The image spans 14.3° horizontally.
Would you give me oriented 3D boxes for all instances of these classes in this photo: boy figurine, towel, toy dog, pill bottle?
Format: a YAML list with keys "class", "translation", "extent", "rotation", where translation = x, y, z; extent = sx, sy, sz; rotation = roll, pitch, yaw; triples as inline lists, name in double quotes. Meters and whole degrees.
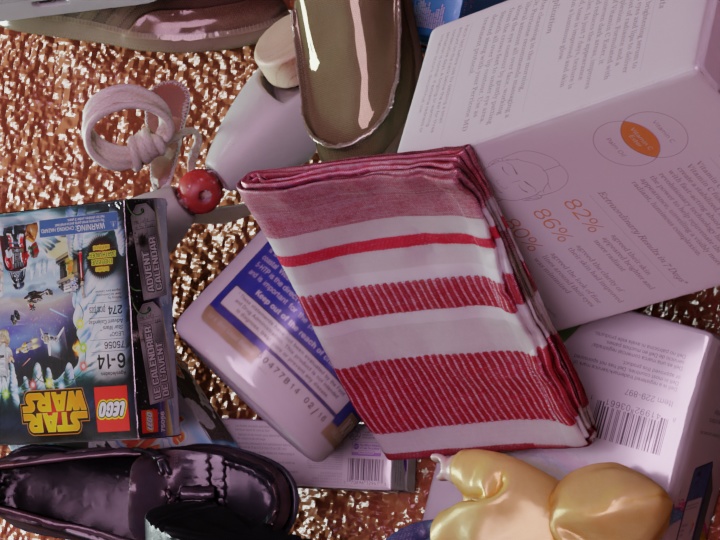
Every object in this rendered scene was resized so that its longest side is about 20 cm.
- class: "boy figurine"
  translation: [0.076, 0.150, 1.559]
  extent: [0.199, 0.064, 0.125]
  rotation: [-28, 73, 20]
- class: "towel"
  translation: [0.032, 0.023, 1.544]
  extent: [0.143, 0.023, 0.201]
  rotation: [-6, 126, 33]
- class: "toy dog"
  translation: [-0.076, -0.084, 1.729]
  extent: [0.199, 0.096, 0.133]
  rotation: [-17, 117, -7]
- class: "pill bottle"
  translation: [0.000, 0.000, 1.662]
  extent: [0.120, 0.120, 0.200]
  rotation: [41, 85, 23]

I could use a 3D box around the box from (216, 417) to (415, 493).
- class: "box"
  translation: [-0.062, 0.110, 1.733]
  extent: [0.199, 0.039, 0.042]
  rotation: [0, 83, 24]

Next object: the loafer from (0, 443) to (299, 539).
- class: "loafer"
  translation: [-0.135, 0.134, 1.665]
  extent: [0.199, 0.063, 0.072]
  rotation: [2, 87, 24]

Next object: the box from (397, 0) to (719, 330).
- class: "box"
  translation: [0.146, -0.072, 1.512]
  extent: [0.199, 0.152, 0.107]
  rotation: [-17, 43, 37]

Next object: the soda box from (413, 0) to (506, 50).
- class: "soda box"
  translation: [0.062, -0.230, 1.702]
  extent: [0.064, 0.068, 0.201]
  rotation: [12, 89, 27]

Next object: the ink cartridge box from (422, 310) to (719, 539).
- class: "ink cartridge box"
  translation: [0.122, 0.119, 1.623]
  extent: [0.144, 0.087, 0.201]
  rotation: [14, 88, 26]

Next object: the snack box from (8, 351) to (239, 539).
- class: "snack box"
  translation: [-0.142, 0.106, 1.726]
  extent: [0.116, 0.037, 0.201]
  rotation: [-40, 71, 16]

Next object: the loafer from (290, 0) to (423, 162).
- class: "loafer"
  translation: [-0.008, -0.151, 1.633]
  extent: [0.076, 0.067, 0.201]
  rotation: [-12, 65, 28]

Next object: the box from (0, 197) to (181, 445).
- class: "box"
  translation: [-0.193, 0.034, 1.690]
  extent: [0.199, 0.040, 0.138]
  rotation: [-6, 88, 40]

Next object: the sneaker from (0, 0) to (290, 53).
- class: "sneaker"
  translation: [-0.141, -0.180, 1.766]
  extent: [0.199, 0.070, 0.076]
  rotation: [5, 111, 15]

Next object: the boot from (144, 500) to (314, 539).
- class: "boot"
  translation: [-0.058, 0.227, 1.578]
  extent: [0.198, 0.073, 0.164]
  rotation: [18, 114, 50]

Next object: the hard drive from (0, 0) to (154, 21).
- class: "hard drive"
  translation: [-0.181, -0.250, 1.763]
  extent: [0.131, 0.027, 0.201]
  rotation: [-6, 64, 16]
